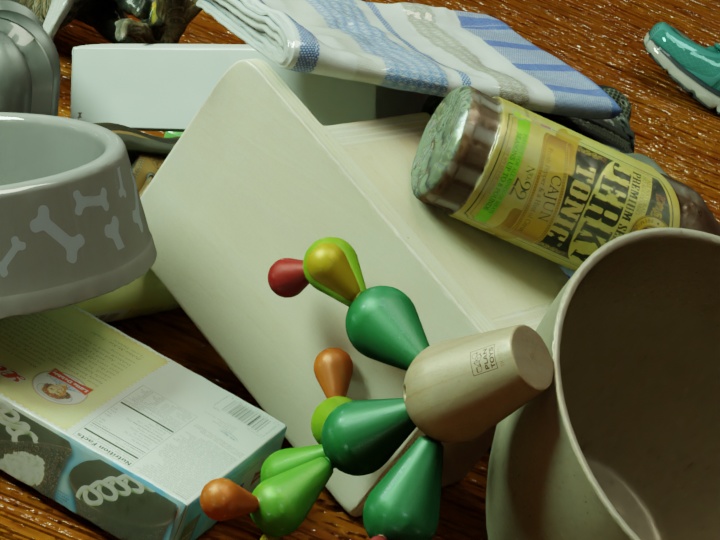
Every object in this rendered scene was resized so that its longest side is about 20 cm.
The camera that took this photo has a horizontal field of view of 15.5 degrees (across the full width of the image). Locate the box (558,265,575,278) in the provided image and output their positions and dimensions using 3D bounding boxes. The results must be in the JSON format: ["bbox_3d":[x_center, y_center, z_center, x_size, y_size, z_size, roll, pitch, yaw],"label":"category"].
[{"bbox_3d":[0.095,0.011,1.492,0.183,0.106,0.200,29,25,16],"label":"box"}]

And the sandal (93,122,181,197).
[{"bbox_3d":[-0.133,-0.035,1.446,0.199,0.082,0.055,2,52,-53],"label":"sandal"}]

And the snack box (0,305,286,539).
[{"bbox_3d":[-0.146,0.058,1.257,0.199,0.037,0.116,29,24,13],"label":"snack box"}]

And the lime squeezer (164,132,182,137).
[{"bbox_3d":[-0.019,-0.061,1.626,0.199,0.038,0.071,10,26,-25],"label":"lime squeezer"}]

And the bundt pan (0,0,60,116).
[{"bbox_3d":[-0.255,-0.120,1.455,0.200,0.076,0.202,14,17,-4],"label":"bundt pan"}]

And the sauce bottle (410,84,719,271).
[{"bbox_3d":[0.124,-0.026,1.302,0.199,0.065,0.065,22,23,-14],"label":"sauce bottle"}]

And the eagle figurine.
[{"bbox_3d":[-0.171,-0.206,1.674,0.200,0.151,0.151,53,-3,22],"label":"eagle figurine"}]

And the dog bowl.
[{"bbox_3d":[-0.198,-0.030,1.265,0.198,0.059,0.200,-2,17,0],"label":"dog bowl"}]

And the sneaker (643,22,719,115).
[{"bbox_3d":[0.318,-0.160,2.084,0.199,0.080,0.078,18,24,-9],"label":"sneaker"}]

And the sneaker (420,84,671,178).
[{"bbox_3d":[0.136,-0.048,1.424,0.199,0.077,0.114,31,31,33],"label":"sneaker"}]

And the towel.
[{"bbox_3d":[0.022,-0.119,1.386,0.199,0.024,0.147,8,17,-26],"label":"towel"}]

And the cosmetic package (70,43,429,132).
[{"bbox_3d":[-0.060,-0.102,1.498,0.199,0.051,0.082,3,4,27],"label":"cosmetic package"}]

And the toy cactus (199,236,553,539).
[{"bbox_3d":[0.009,0.061,1.192,0.102,0.164,0.201,32,46,-37],"label":"toy cactus"}]

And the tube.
[{"bbox_3d":[-0.106,-0.002,1.410,0.199,0.052,0.058,-6,56,-52],"label":"tube"}]

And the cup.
[{"bbox_3d":[0.138,0.101,1.252,0.199,0.143,0.202,17,53,-24],"label":"cup"}]

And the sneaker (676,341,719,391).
[{"bbox_3d":[0.197,0.051,1.406,0.075,0.093,0.200,17,-15,10],"label":"sneaker"}]

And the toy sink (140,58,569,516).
[{"bbox_3d":[0.000,0.000,1.340,0.200,0.131,0.112,49,32,20],"label":"toy sink"}]
